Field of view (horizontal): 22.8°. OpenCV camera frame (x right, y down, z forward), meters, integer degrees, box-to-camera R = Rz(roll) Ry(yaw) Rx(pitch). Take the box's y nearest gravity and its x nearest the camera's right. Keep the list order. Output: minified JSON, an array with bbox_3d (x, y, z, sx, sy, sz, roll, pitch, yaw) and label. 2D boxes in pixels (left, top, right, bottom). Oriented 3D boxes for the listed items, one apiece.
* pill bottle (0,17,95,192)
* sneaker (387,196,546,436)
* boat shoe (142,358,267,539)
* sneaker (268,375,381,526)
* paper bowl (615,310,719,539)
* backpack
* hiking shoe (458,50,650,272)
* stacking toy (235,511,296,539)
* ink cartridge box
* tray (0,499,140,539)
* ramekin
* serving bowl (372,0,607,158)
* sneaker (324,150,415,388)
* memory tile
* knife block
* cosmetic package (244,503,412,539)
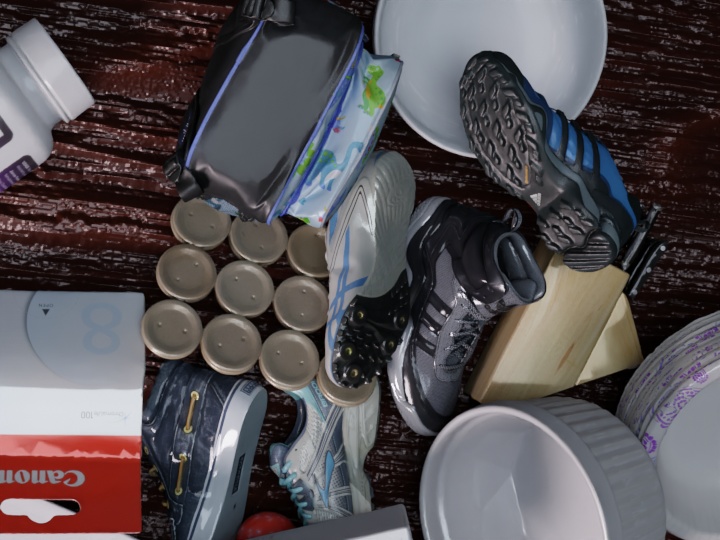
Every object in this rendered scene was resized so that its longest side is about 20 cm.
[{"bbox_3d":[-0.313,-0.108,1.404,0.200,0.111,0.112,-36,98,-6],"label":"pill bottle"},{"bbox_3d":[0.088,0.041,1.472,0.075,0.113,0.201,5,90,-48],"label":"sneaker"},{"bbox_3d":[-0.143,0.172,1.479,0.090,0.071,0.201,20,104,17],"label":"boat shoe"},{"bbox_3d":[-0.038,0.174,1.484,0.086,0.078,0.201,5,81,-17],"label":"sneaker"},{"bbox_3d":[0.308,0.123,1.506,0.199,0.104,0.202,-8,123,-13],"label":"paper bowl"},{"bbox_3d":[-0.060,-0.123,1.401,0.146,0.200,0.184,26,93,-10],"label":"backpack"},{"bbox_3d":[0.153,-0.095,1.451,0.087,0.074,0.201,-39,99,-45],"label":"hiking shoe"},{"bbox_3d":[-0.080,0.302,1.488,0.085,0.085,0.201,4,89,-10],"label":"stacking toy"},{"bbox_3d":[-0.250,0.108,1.407,0.159,0.047,0.201,2,54,-10],"label":"ink cartridge box"},{"bbox_3d":[-0.236,0.239,1.428,0.199,0.022,0.108,17,104,29],"label":"tray"},{"bbox_3d":[0.153,0.196,1.449,0.105,0.200,0.201,-12,97,-44],"label":"ramekin"},{"bbox_3d":[0.101,-0.195,1.488,0.199,0.066,0.201,-2,97,-12],"label":"serving bowl"},{"bbox_3d":[0.000,0.000,1.464,0.072,0.072,0.201,21,72,-38],"label":"sneaker"},{"bbox_3d":[-0.072,0.023,1.469,0.199,0.017,0.154,16,63,-9],"label":"memory tile"},{"bbox_3d":[0.166,0.008,1.516,0.199,0.064,0.176,-18,96,-8],"label":"knife block"},{"bbox_3d":[-0.049,0.261,1.413,0.199,0.071,0.102,-13,97,0],"label":"cosmetic package"}]
